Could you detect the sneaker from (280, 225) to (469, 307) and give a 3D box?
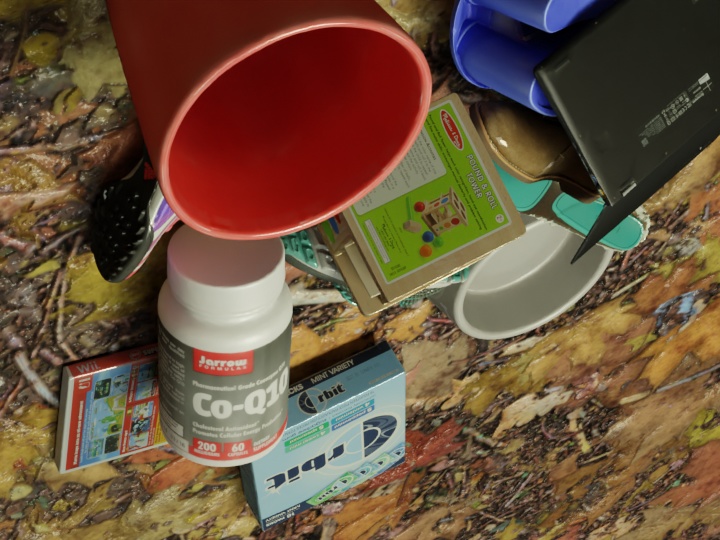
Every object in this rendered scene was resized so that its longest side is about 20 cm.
[{"bbox_3d":[0.000,0.000,1.550,0.200,0.078,0.091,11,143,-37],"label":"sneaker"}]

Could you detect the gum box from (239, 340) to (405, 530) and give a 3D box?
[{"bbox_3d":[-0.038,0.168,1.744,0.170,0.045,0.200,-25,152,-14],"label":"gum box"}]

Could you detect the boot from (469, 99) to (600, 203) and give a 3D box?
[{"bbox_3d":[0.164,-0.111,1.437,0.075,0.074,0.200,-29,154,32],"label":"boot"}]

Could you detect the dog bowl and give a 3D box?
[{"bbox_3d":[0.154,-0.013,1.667,0.200,0.059,0.200,-21,145,-15],"label":"dog bowl"}]

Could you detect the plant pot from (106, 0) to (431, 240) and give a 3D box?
[{"bbox_3d":[-0.077,-0.150,1.193,0.200,0.177,0.201,-21,146,-15],"label":"plant pot"}]

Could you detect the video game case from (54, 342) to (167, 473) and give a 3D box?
[{"bbox_3d":[-0.179,0.113,1.599,0.200,0.017,0.143,-14,143,-26],"label":"video game case"}]

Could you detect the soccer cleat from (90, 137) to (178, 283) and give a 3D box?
[{"bbox_3d":[-0.146,-0.067,1.352,0.073,0.068,0.200,-3,135,-42],"label":"soccer cleat"}]

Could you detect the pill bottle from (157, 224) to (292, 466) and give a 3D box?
[{"bbox_3d":[-0.115,0.059,1.480,0.114,0.114,0.200,-16,135,-22],"label":"pill bottle"}]

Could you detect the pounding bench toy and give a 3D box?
[{"bbox_3d":[0.020,-0.081,1.423,0.124,0.200,0.156,-27,178,-10],"label":"pounding bench toy"}]

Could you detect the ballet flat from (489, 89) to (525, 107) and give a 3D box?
[{"bbox_3d":[0.197,-0.158,1.492,0.200,0.074,0.074,-16,144,-20],"label":"ballet flat"}]

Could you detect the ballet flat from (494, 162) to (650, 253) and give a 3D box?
[{"bbox_3d":[0.169,-0.079,1.564,0.200,0.072,0.072,28,120,-17],"label":"ballet flat"}]

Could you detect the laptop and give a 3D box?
[{"bbox_3d":[0.220,-0.132,1.404,0.187,0.116,0.200,-40,113,-19],"label":"laptop"}]

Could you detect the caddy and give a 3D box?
[{"bbox_3d":[0.157,-0.207,1.374,0.200,0.105,0.142,-20,131,-37],"label":"caddy"}]
